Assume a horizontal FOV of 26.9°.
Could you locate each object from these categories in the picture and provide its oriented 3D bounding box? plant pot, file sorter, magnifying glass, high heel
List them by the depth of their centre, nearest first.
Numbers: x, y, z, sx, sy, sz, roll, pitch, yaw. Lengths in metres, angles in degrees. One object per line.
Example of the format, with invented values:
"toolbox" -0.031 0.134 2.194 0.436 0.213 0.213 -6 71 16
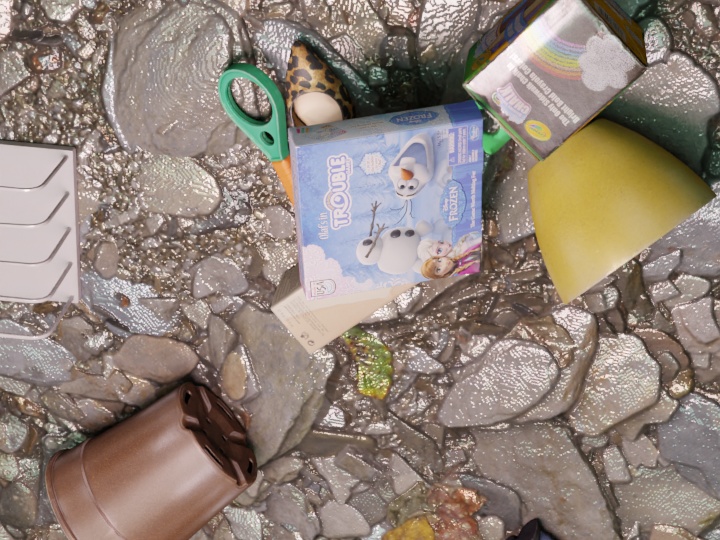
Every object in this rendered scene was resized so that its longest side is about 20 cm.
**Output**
"plant pot" 0.261 -0.078 1.626 0.200 0.200 0.142 -38 85 22
"high heel" -0.047 -0.143 1.649 0.071 0.143 0.201 -12 113 15
"magnifying glass" -0.101 -0.146 1.712 0.079 0.022 0.201 -2 126 40
"file sorter" -0.414 -0.036 1.764 0.138 0.125 0.201 5 115 5
"plant pot" -0.245 0.254 1.848 0.198 0.200 0.200 -35 106 14

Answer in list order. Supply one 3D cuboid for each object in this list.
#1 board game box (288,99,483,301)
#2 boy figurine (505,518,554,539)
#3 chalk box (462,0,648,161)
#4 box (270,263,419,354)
"board game box" 0.030 -0.071 1.587 0.198 0.043 0.201 -9 128 -8
"boy figurine" 0.260 0.411 1.912 0.124 0.064 0.200 -39 101 20
"chalk box" 0.190 -0.210 1.597 0.124 0.124 0.200 44 114 -14
"box" 0.000 0.000 1.739 0.200 0.095 0.078 -33 108 22
